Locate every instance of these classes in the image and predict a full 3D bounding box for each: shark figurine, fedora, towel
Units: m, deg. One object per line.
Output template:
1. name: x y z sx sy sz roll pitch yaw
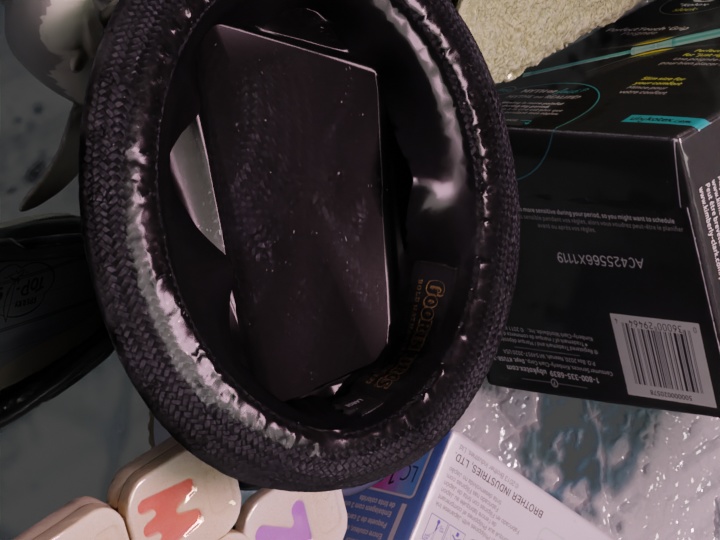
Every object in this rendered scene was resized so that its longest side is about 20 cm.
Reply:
1. shark figurine: -0.110 -0.108 0.832 0.128 0.089 0.215 -48 166 -13
2. fedora: -0.036 -0.022 0.839 0.200 0.091 0.202 6 79 -35
3. towel: 0.090 -0.160 1.011 0.200 0.036 0.149 -32 137 -51

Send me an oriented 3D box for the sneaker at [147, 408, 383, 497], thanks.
1. sneaker: 0.000 0.000 0.942 0.070 0.108 0.201 38 69 -39

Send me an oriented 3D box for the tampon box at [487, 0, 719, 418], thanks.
1. tampon box: 0.157 -0.039 1.057 0.199 0.149 0.127 -30 113 -37

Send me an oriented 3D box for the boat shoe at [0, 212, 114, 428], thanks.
1. boat shoe: -0.150 0.029 0.834 0.199 0.066 0.075 -17 106 -41

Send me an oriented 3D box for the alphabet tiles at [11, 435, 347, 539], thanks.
1. alphabet tiles: -0.065 0.162 0.846 0.195 0.015 0.201 -31 122 -35

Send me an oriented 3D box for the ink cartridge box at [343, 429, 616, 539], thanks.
1. ink cartridge box: 0.018 0.178 1.000 0.136 0.076 0.201 35 69 -39

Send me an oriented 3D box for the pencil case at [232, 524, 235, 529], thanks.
1. pencil case: -0.111 0.165 0.872 0.199 0.085 0.093 -30 123 -37
